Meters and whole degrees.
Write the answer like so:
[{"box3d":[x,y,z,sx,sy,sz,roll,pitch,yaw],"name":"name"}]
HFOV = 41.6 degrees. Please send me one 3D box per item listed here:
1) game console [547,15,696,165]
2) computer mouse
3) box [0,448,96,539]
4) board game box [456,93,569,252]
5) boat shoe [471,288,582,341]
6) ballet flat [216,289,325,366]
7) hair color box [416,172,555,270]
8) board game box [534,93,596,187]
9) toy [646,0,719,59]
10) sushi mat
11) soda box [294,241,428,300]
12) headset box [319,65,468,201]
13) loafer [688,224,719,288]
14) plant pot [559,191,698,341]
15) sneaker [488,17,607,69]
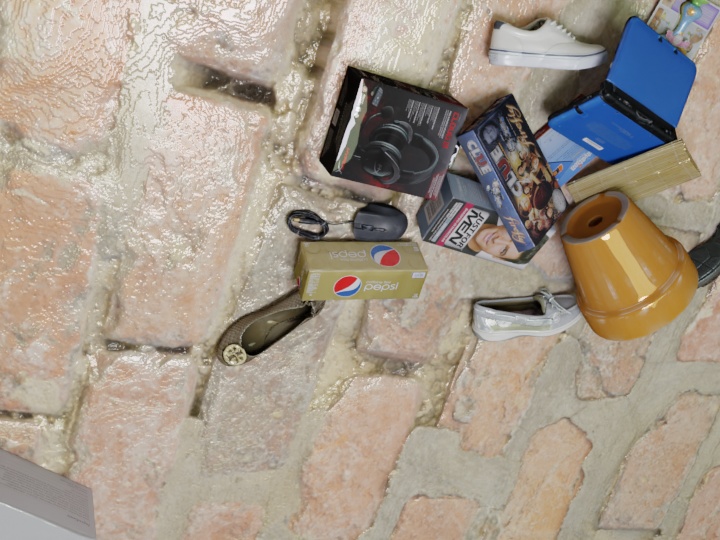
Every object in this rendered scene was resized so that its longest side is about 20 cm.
[{"box3d":[0.407,-0.271,1.472,0.198,0.120,0.170,21,150,-38],"name":"game console"},{"box3d":[-0.017,-0.070,1.467,0.197,0.034,0.059,-2,117,-18],"name":"computer mouse"},{"box3d":[-0.545,0.411,1.458,0.199,0.131,0.200,34,100,-30],"name":"box"},{"box3d":[0.235,-0.149,1.440,0.135,0.034,0.201,-44,109,-41],"name":"board game box"},{"box3d":[0.287,0.070,1.621,0.199,0.075,0.066,-8,122,-8],"name":"boat shoe"},{"box3d":[-0.138,0.090,1.494,0.198,0.046,0.068,-31,120,-3],"name":"ballet flat"},{"box3d":[0.199,-0.075,1.507,0.198,0.061,0.099,15,133,-25],"name":"hair color box"},{"box3d":[0.307,-0.180,1.535,0.199,0.019,0.103,-40,120,3],"name":"board game box"},{"box3d":[0.490,-0.341,1.505,0.114,0.047,0.202,18,107,-25],"name":"toy"},{"box3d":[0.443,-0.147,1.546,0.198,0.012,0.096,-22,136,26],"name":"sushi mat"},{"box3d":[0.000,0.000,1.479,0.197,0.068,0.065,0,134,-20],"name":"soda box"},{"box3d":[0.057,-0.198,1.405,0.197,0.077,0.151,12,110,-23],"name":"headset box"},{"box3d":[0.644,-0.023,1.705,0.200,0.072,0.063,-46,127,4],"name":"loafer"},{"box3d":[0.423,-0.021,1.557,0.199,0.200,0.184,-38,115,2],"name":"plant pot"},{"box3d":[0.286,-0.341,1.420,0.197,0.073,0.072,-4,110,-22],"name":"sneaker"}]
